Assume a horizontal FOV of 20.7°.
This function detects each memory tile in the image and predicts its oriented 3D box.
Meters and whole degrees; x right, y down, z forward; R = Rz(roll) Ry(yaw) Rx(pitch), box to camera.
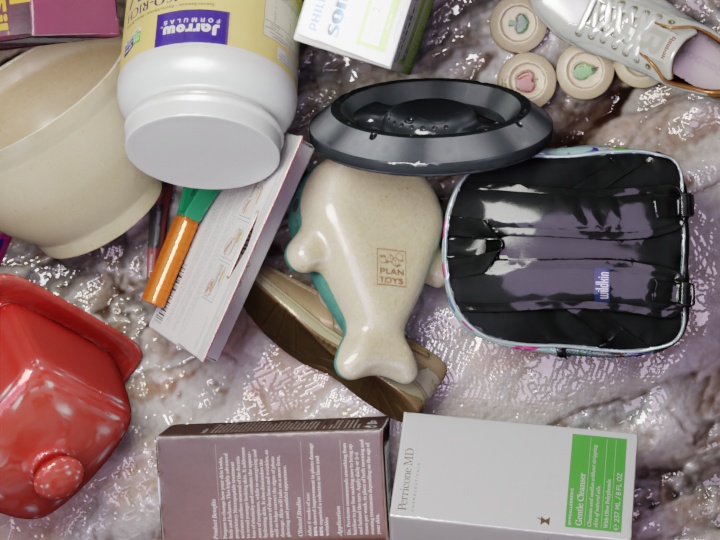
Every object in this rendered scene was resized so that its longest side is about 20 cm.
[{"bbox_3d":[0.179,-0.244,1.676,0.153,0.017,0.200,-10,93,7],"label":"memory tile"}]

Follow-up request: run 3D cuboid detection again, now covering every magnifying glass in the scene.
[{"bbox_3d":[-0.139,-0.063,1.687,0.022,0.080,0.200,26,86,-27],"label":"magnifying glass"}]

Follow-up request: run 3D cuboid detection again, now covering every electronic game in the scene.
[{"bbox_3d":[0.058,-0.116,1.610,0.200,0.200,0.042,1,113,7],"label":"electronic game"}]

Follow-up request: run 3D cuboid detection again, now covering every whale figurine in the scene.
[{"bbox_3d":[0.000,0.000,1.654,0.159,0.104,0.200,5,74,-31],"label":"whale figurine"}]

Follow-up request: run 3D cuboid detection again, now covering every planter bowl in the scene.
[{"bbox_3d":[-0.250,-0.097,1.664,0.200,0.200,0.135,-27,118,8],"label":"planter bowl"}]

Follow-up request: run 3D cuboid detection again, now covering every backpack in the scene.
[{"bbox_3d":[0.165,-0.016,1.626,0.200,0.151,0.178,0,89,-1],"label":"backpack"}]

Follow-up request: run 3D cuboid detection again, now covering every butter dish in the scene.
[{"bbox_3d":[-0.279,0.135,1.654,0.200,0.199,0.148,-47,49,7],"label":"butter dish"}]

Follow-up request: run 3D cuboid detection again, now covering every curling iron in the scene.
[{"bbox_3d":[-0.165,-0.071,1.726,0.050,0.026,0.200,-2,89,-14],"label":"curling iron"}]

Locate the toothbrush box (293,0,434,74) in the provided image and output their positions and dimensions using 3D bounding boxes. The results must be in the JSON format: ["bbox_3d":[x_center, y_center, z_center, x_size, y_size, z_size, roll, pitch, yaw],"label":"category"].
[{"bbox_3d":[0.016,-0.241,1.603,0.086,0.200,0.146,18,95,6],"label":"toothbrush box"}]

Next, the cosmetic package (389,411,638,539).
[{"bbox_3d":[0.128,0.191,1.659,0.200,0.085,0.108,5,56,5],"label":"cosmetic package"}]

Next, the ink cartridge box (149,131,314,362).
[{"bbox_3d":[-0.098,-0.022,1.634,0.045,0.176,0.200,24,90,-22],"label":"ink cartridge box"}]

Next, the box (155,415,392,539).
[{"bbox_3d":[-0.072,0.183,1.709,0.200,0.075,0.100,-2,95,5],"label":"box"}]

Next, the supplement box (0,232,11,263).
[{"bbox_3d":[-0.398,0.044,1.722,0.103,0.101,0.200,22,97,5],"label":"supplement box"}]

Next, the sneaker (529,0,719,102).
[{"bbox_3d":[0.234,-0.200,1.623,0.200,0.085,0.073,24,98,6],"label":"sneaker"}]

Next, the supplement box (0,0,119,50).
[{"bbox_3d":[-0.293,-0.243,1.642,0.200,0.086,0.110,2,96,49],"label":"supplement box"}]

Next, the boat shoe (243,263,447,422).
[{"bbox_3d":[-0.019,0.051,1.702,0.200,0.071,0.065,36,62,3],"label":"boat shoe"}]

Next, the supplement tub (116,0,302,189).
[{"bbox_3d":[-0.119,-0.181,1.578,0.145,0.145,0.200,-1,64,7],"label":"supplement tub"}]
